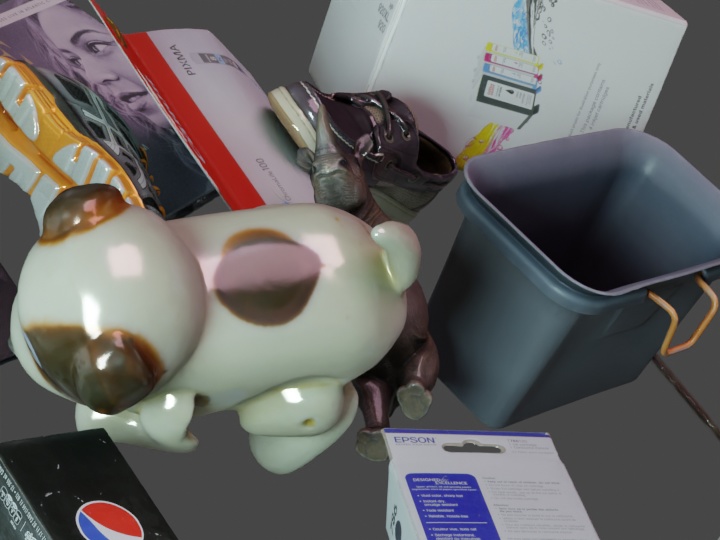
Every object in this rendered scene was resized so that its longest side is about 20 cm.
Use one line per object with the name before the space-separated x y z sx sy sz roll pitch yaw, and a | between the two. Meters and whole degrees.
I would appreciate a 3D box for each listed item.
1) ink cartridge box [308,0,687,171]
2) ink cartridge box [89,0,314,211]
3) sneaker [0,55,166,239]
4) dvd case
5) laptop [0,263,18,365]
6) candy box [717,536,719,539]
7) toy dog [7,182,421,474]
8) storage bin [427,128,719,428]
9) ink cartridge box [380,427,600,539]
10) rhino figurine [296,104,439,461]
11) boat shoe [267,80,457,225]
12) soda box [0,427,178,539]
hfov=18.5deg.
ink cartridge box | 0.088 -0.152 1.513 0.199 0.145 0.147 14 20 -20
ink cartridge box | -0.074 -0.084 1.299 0.160 0.047 0.200 55 3 24
sneaker | -0.151 -0.051 1.277 0.077 0.078 0.200 -1 48 -49
dvd case | -0.168 -0.106 1.402 0.200 0.016 0.149 36 33 13
laptop | -0.258 -0.041 1.112 0.177 0.103 0.200 -21 69 -43
candy box | 0.227 0.240 1.100 0.200 0.061 0.137 35 75 12
toy dog | -0.083 0.027 1.107 0.200 0.194 0.140 4 76 -43
storage bin | 0.135 0.016 1.345 0.200 0.135 0.146 -15 51 -46
ink cartridge box | 0.073 0.149 1.108 0.099 0.039 0.200 2 30 -13
rhino figurine | 0.000 0.000 1.242 0.060 0.201 0.088 -11 22 11
boat shoe | 0.005 -0.082 1.373 0.072 0.065 0.200 58 10 26
soda box | -0.109 0.165 1.018 0.071 0.063 0.200 -4 44 -41
